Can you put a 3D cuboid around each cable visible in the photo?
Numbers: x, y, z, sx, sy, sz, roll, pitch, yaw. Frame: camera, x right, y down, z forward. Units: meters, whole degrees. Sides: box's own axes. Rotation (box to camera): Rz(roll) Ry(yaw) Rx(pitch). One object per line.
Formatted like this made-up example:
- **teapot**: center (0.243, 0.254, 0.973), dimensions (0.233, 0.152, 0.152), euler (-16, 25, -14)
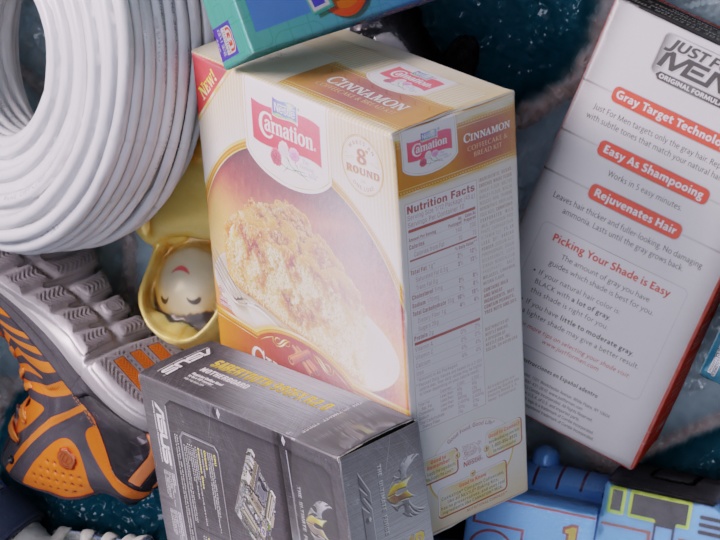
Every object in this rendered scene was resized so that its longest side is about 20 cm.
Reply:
- **cable**: center (-0.159, -0.109, 1.073), dimensions (0.200, 0.069, 0.200), euler (48, 125, 27)

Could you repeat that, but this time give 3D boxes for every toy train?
- **toy train**: center (0.098, 0.144, 1.068), dimensions (0.199, 0.087, 0.115), euler (11, 93, 19)

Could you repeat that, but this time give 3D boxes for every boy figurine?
- **boy figurine**: center (-0.086, -0.057, 1.106), dimensions (0.124, 0.064, 0.201), euler (7, 98, 15)

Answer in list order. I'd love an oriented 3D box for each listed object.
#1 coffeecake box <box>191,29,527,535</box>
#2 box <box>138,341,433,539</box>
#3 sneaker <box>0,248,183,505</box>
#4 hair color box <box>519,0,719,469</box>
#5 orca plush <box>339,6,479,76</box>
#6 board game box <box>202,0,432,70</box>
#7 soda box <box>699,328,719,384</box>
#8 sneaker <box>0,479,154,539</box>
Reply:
- **coffeecake box**: center (0.000, 0.000, 1.018), dimensions (0.153, 0.073, 0.201), euler (26, 128, 47)
- **box**: center (-0.028, 0.147, 1.029), dimensions (0.158, 0.048, 0.201), euler (16, 121, 49)
- **sneaker**: center (-0.171, 0.045, 1.145), dimensions (0.200, 0.077, 0.112), euler (49, 130, 23)
- **hair color box**: center (0.131, -0.020, 1.037), dimensions (0.101, 0.061, 0.201), euler (27, 108, 13)
- **orca plush**: center (0.019, -0.104, 1.074), dimensions (0.201, 0.071, 0.105), euler (66, 156, 3)
- **board game box**: center (0.008, -0.194, 0.996), dimensions (0.199, 0.045, 0.153), euler (-21, 93, -20)
- **soda box**: center (0.227, -0.031, 0.996), dimensions (0.063, 0.068, 0.201), euler (26, 106, 13)
- **sneaker**: center (-0.168, 0.151, 1.158), dimensions (0.200, 0.081, 0.147), euler (-29, 93, 27)
